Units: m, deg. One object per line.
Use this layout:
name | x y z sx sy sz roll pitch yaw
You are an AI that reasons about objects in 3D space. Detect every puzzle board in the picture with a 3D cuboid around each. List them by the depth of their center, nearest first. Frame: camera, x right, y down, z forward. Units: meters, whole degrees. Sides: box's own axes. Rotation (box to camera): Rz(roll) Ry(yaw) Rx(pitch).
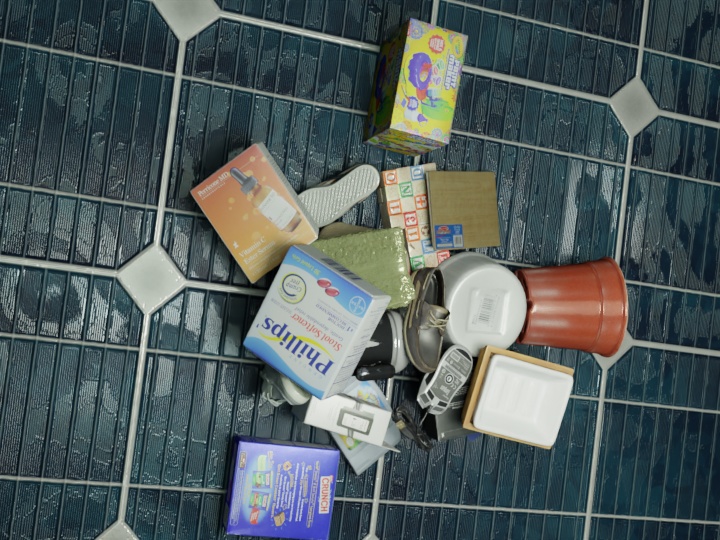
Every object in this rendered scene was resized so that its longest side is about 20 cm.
puzzle board | 0.206 -0.121 1.672 0.197 0.017 0.155 -5 91 -41

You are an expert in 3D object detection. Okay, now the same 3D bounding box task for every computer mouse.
computer mouse | 0.141 0.229 1.567 0.109 0.044 0.202 39 79 -20

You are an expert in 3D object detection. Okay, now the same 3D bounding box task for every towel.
towel | -0.003 0.004 1.498 0.196 0.036 0.152 -12 89 21

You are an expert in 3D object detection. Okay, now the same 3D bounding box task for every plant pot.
plant pot | 0.408 0.073 1.689 0.190 0.201 0.206 1 90 -7

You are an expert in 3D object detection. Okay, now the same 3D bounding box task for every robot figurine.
robot figurine | 0.004 0.139 1.580 0.195 0.125 0.154 0 76 -17

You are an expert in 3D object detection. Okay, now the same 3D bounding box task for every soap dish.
soap dish | 0.293 0.237 1.580 0.196 0.081 0.161 16 93 -19

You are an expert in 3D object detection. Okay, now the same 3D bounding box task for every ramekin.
ramekin | 0.228 0.071 1.629 0.196 0.098 0.206 -3 100 -19

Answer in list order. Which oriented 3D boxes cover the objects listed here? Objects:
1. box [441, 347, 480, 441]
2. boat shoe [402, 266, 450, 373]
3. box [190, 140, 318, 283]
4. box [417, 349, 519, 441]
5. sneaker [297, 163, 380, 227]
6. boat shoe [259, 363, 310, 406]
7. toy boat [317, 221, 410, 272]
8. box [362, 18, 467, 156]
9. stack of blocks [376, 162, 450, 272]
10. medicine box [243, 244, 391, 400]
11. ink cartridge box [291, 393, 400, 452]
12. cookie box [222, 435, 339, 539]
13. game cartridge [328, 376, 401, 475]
box | 0.222 0.238 1.709 0.120 0.032 0.202 -37 101 -13
boat shoe | 0.124 0.085 1.542 0.073 0.073 0.205 11 66 -29
box | -0.190 -0.108 1.526 0.151 0.106 0.202 -34 100 5
box | 0.222 0.244 1.651 0.195 0.079 0.145 -8 89 -16
sneaker | -0.048 -0.141 1.609 0.196 0.079 0.080 -25 97 11
boat shoe | -0.144 0.211 1.516 0.072 0.201 0.070 -46 109 -2
toy boat | 0.000 0.000 1.600 0.196 0.132 0.132 14 55 18
box | 0.100 -0.340 1.585 0.119 0.192 0.205 12 87 -15
stack of blocks | 0.103 -0.102 1.656 0.112 0.058 0.205 -11 94 -16
medicine box | -0.076 0.088 1.454 0.180 0.103 0.203 31 100 17
ink cartridge box | -0.019 0.271 1.558 0.196 0.116 0.069 21 85 -17
cookie box | -0.150 0.411 1.577 0.195 0.075 0.176 9 87 -16
game cartridge | -0.008 0.282 1.639 0.132 0.040 0.202 -36 100 -17
